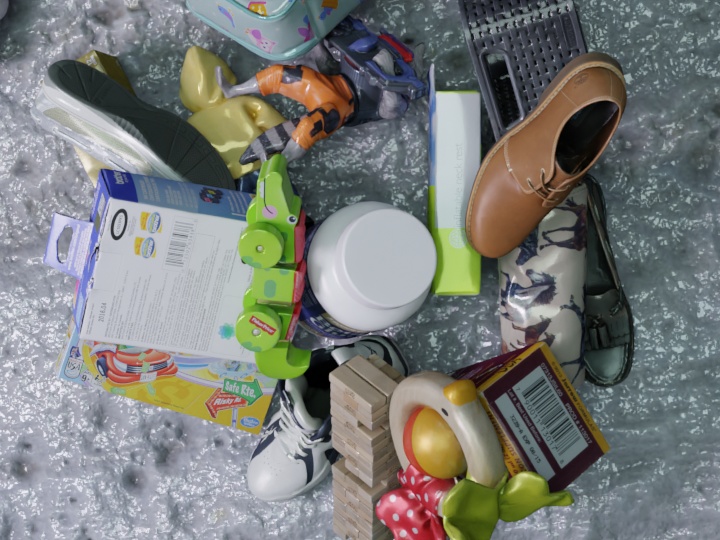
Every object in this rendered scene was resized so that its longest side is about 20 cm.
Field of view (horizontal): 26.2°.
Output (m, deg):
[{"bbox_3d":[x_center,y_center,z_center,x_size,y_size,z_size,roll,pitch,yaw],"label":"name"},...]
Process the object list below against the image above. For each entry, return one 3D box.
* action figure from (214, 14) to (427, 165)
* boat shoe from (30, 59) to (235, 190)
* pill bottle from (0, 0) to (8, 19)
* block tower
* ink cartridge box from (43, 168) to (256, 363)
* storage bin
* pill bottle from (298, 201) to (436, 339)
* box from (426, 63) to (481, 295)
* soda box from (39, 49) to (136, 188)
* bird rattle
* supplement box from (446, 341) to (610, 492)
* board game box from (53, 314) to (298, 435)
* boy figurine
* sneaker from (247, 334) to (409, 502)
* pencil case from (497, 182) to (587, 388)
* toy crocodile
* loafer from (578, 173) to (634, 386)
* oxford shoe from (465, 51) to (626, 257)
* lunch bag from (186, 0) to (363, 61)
[{"bbox_3d":[-0.033,-0.174,1.416,0.193,0.105,0.200,-19,47,-18],"label":"action figure"},{"bbox_3d":[-0.205,-0.111,1.402,0.201,0.075,0.065,32,127,-6],"label":"boat shoe"},{"bbox_3d":[-0.391,-0.293,1.469,0.119,0.120,0.201,5,92,9],"label":"pill bottle"},{"bbox_3d":[0.011,0.164,1.358,0.054,0.201,0.058,-31,50,-31],"label":"block tower"},{"bbox_3d":[-0.171,-0.006,1.347,0.199,0.076,0.137,9,111,-20],"label":"ink cartridge box"},{"bbox_3d":[0.143,-0.203,1.330,0.093,0.200,0.136,-15,119,8],"label":"storage bin"},{"bbox_3d":[0.000,0.000,1.355,0.110,0.200,0.112,2,83,-14],"label":"pill bottle"},{"bbox_3d":[0.082,-0.080,1.391,0.047,0.122,0.201,0,91,0],"label":"box"},{"bbox_3d":[-0.223,-0.106,1.469,0.064,0.068,0.201,-29,86,9],"label":"soda box"},{"bbox_3d":[0.077,0.158,1.259,0.112,0.200,0.164,-19,95,-21],"label":"bird rattle"},{"bbox_3d":[0.106,0.145,1.344,0.086,0.200,0.111,-33,93,-31],"label":"supplement box"},{"bbox_3d":[-0.166,0.060,1.433,0.199,0.034,0.135,18,94,-19],"label":"board game box"},{"bbox_3d":[-0.122,-0.113,1.454,0.124,0.064,0.201,-29,85,4],"label":"boy figurine"},{"bbox_3d":[-0.055,0.134,1.398,0.199,0.129,0.080,-40,67,18],"label":"sneaker"},{"bbox_3d":[0.154,0.018,1.362,0.089,0.078,0.201,2,107,16],"label":"pencil case"},{"bbox_3d":[-0.069,0.001,1.292,0.061,0.068,0.201,5,115,2],"label":"toy crocodile"},{"bbox_3d":[0.203,0.009,1.403,0.072,0.063,0.201,-11,89,9],"label":"loafer"},{"bbox_3d":[0.145,-0.080,1.246,0.071,0.071,0.200,22,122,-16],"label":"oxford shoe"},{"bbox_3d":[-0.061,-0.291,1.397,0.160,0.077,0.200,31,67,31],"label":"lunch bag"}]
